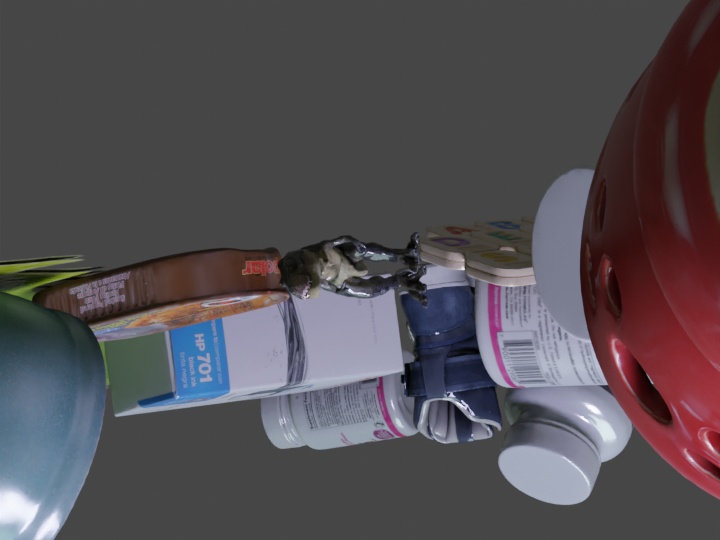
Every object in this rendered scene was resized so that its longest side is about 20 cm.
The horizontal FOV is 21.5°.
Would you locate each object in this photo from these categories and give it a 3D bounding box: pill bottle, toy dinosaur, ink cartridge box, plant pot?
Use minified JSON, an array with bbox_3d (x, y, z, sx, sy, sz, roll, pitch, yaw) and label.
[{"bbox_3d":[0.189,0.023,1.331,0.198,0.115,0.113,-3,177,22],"label":"pill bottle"},{"bbox_3d":[0.000,0.000,1.288,0.087,0.048,0.200,1,177,9],"label":"toy dinosaur"},{"bbox_3d":[0.186,0.091,1.595,0.110,0.201,0.111,18,146,13],"label":"pill bottle"},{"bbox_3d":[-0.023,0.173,2.496,0.198,0.115,0.113,-11,174,25],"label":"pill bottle"},{"bbox_3d":[-0.087,0.058,1.508,0.198,0.087,0.146,-4,173,-27],"label":"ink cartridge box"},{"bbox_3d":[-0.271,0.092,1.178,0.199,0.202,0.134,-14,145,43],"label":"plant pot"},{"bbox_3d":[0.203,-0.017,1.070,0.198,0.115,0.114,-5,173,-33],"label":"pill bottle"},{"bbox_3d":[0.176,-0.020,0.644,0.198,0.202,0.183,-9,165,2],"label":"plant pot"}]

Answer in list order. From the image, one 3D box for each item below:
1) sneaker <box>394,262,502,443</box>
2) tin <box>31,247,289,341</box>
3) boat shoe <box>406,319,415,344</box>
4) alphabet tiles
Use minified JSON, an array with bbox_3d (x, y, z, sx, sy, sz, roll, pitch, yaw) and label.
[{"bbox_3d":[0.088,0.070,1.596,0.076,0.148,0.202,-13,175,22],"label":"sneaker"},{"bbox_3d":[-0.138,0.018,1.282,0.199,0.042,0.112,-13,177,36],"label":"tin"},{"bbox_3d":[0.093,0.053,1.791,0.060,0.073,0.201,-17,174,29],"label":"boat shoe"},{"bbox_3d":[0.141,-0.015,1.205,0.198,0.015,0.195,-7,-165,-32],"label":"alphabet tiles"}]
